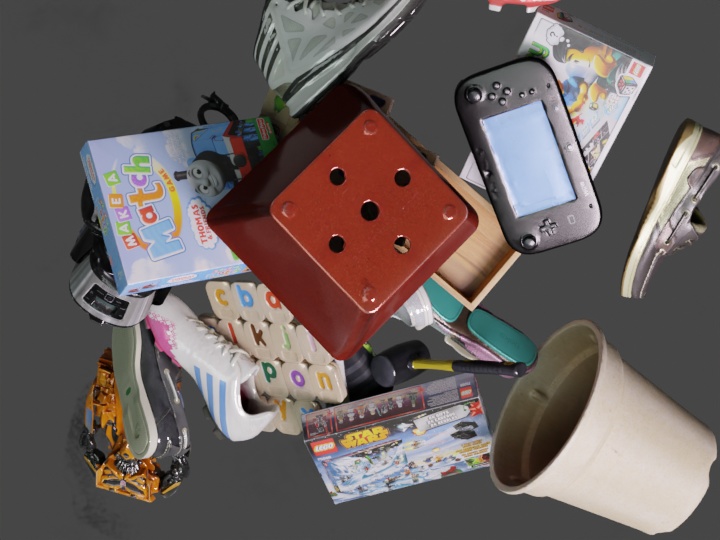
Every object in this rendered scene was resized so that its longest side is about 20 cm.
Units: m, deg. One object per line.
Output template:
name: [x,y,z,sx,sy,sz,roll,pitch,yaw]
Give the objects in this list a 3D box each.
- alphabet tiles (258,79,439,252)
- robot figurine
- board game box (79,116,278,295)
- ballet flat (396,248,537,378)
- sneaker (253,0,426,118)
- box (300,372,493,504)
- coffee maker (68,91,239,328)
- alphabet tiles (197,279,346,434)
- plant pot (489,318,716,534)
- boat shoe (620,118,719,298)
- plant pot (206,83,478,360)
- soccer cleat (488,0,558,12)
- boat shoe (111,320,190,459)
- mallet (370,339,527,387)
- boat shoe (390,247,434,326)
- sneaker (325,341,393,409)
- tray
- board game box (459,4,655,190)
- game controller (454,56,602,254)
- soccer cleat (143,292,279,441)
alphabet tiles: [-0.025,-0.109,1.610,0.199,0.008,0.168,24,97,18]
robot figurine: [-0.273,0.194,1.886,0.144,0.058,0.202,14,121,9]
board game box: [-0.163,-0.067,1.560,0.037,0.198,0.153,-40,65,59]
ballet flat: [0.102,0.054,1.708,0.199,0.069,0.071,38,141,-8]
sneaker: [-0.029,-0.255,1.559,0.200,0.076,0.116,-40,90,18]
box: [0.046,0.188,1.751,0.198,0.040,0.137,-14,140,6]
coffee maker: [-0.213,-0.056,1.682,0.135,0.192,0.200,48,141,3]
alphabet tiles: [-0.102,0.098,1.768,0.199,0.015,0.197,2,119,40]
plant pot: [0.267,0.184,1.670,0.183,0.201,0.201,30,123,-15]
boat shoe: [0.316,-0.052,1.580,0.064,0.073,0.201,21,122,9]
plant pot: [-0.004,-0.049,1.470,0.200,0.176,0.200,-45,96,-7]
soccer cleat: [0.106,-0.311,1.497,0.198,0.069,0.086,23,126,7]
boat shoe: [-0.239,0.117,1.790,0.067,0.202,0.072,1,155,-33]
mallet: [0.090,0.104,1.671,0.199,0.065,0.042,2,106,54]
boat shoe: [-0.001,-0.001,1.643,0.202,0.065,0.075,43,161,29]
sneaker: [0.001,0.105,1.771,0.082,0.072,0.202,-7,120,-9]
tray: [0.072,-0.060,1.644,0.200,0.037,0.099,40,96,-9]
board game box: [0.195,-0.153,1.578,0.125,0.035,0.201,25,122,1]
game controller: [0.168,-0.113,1.563,0.103,0.042,0.201,-14,114,23]
soccer cleat: [-0.163,0.097,1.770,0.086,0.070,0.201,-29,98,29]
